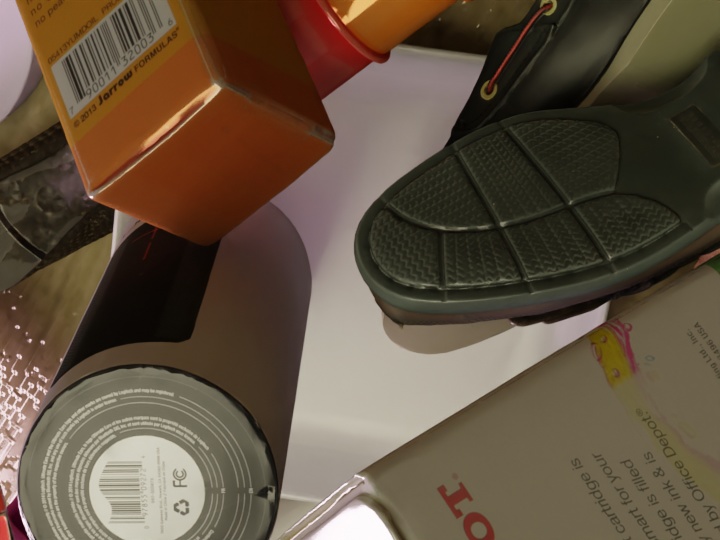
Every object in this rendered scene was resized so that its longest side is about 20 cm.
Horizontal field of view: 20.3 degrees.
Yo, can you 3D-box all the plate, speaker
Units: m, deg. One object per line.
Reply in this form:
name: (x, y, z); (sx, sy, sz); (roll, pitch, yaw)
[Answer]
plate: (0.000, 0.000, 0.789); (0.198, 0.032, 0.201); (9, 113, 0)
speaker: (-0.059, 0.034, 0.682); (0.080, 0.200, 0.082); (1, 108, 2)

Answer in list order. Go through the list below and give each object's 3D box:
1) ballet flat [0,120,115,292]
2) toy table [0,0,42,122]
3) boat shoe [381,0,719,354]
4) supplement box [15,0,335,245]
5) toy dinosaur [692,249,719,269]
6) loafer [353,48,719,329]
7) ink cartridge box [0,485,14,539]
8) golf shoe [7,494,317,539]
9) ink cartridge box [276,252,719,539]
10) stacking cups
ballet flat: (-0.096, -0.046, 0.833); (0.199, 0.046, 0.068); (-26, 106, 27)
toy table: (-0.209, -0.127, 0.786); (0.183, 0.117, 0.201); (-19, 110, 30)
boat shoe: (0.073, -0.054, 0.714); (0.073, 0.063, 0.202); (22, 117, -39)
supplement box: (-0.081, -0.110, 0.698); (0.069, 0.066, 0.201); (-36, 57, 23)
toy dinosaur: (0.132, 0.025, 0.747); (0.106, 0.060, 0.201); (39, 133, 29)
loafer: (0.095, -0.021, 0.664); (0.198, 0.072, 0.063); (-23, 146, -8)
ink cartridge box: (-0.202, 0.079, 0.879); (0.109, 0.050, 0.202); (-9, 96, 59)
golf shoe: (-0.087, 0.116, 0.898); (0.199, 0.075, 0.092); (-25, 103, 31)
ink cartridge box: (0.091, 0.094, 0.620); (0.146, 0.199, 0.088); (56, 143, 8)
stacking cups: (0.041, -0.127, 0.691); (0.199, 0.061, 0.061); (-35, 101, 23)
